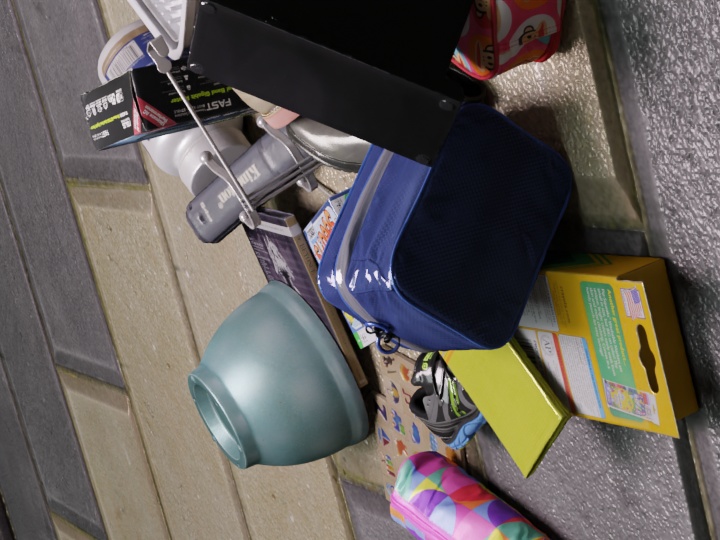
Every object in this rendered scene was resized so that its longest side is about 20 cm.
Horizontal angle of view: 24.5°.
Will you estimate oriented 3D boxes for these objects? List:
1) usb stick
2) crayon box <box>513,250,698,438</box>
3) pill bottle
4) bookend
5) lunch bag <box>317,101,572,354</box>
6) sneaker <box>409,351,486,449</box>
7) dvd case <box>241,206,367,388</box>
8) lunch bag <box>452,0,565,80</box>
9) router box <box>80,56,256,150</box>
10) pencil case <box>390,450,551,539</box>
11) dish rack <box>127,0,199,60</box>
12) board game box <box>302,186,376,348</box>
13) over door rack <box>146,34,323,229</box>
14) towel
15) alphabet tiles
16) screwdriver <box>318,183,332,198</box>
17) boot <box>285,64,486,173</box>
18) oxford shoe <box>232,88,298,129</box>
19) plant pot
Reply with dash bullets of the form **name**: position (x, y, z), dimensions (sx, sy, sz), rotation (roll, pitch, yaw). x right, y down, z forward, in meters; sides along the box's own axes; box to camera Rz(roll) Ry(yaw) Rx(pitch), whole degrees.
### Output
- **usb stick**: position (-0.112, -0.094, 1.720), dimensions (0.200, 0.033, 0.056), rotation (-37, 89, 39)
- **crayon box**: position (0.192, 0.054, 1.307), dimensions (0.200, 0.051, 0.126), rotation (7, 115, 62)
- **pill bottle**: position (-0.197, -0.175, 1.816), dimensions (0.200, 0.111, 0.111), rotation (54, 150, 28)
- **bookend**: position (0.000, -0.213, 1.238), dimensions (0.198, 0.201, 0.092), rotation (21, 151, -2)
- **lunch bag**: position (0.059, -0.025, 1.325), dimensions (0.136, 0.201, 0.132), rotation (33, 163, -26)
- **sneaker**: position (0.088, 0.097, 1.491), dimensions (0.082, 0.071, 0.200), rotation (30, 148, 3)
- **dvd case**: position (-0.064, 0.023, 1.767), dimensions (0.149, 0.016, 0.201), rotation (17, 134, 64)
- **lunch bag**: position (0.080, -0.262, 1.259), dimensions (0.176, 0.082, 0.201), rotation (44, 145, 42)
- **router box**: position (-0.157, -0.175, 1.635), dimensions (0.150, 0.199, 0.062), rotation (-6, 99, 63)
- **pencil case**: position (0.108, 0.247, 1.563), dimensions (0.200, 0.088, 0.089), rotation (33, 137, 48)
- **dish rack**: position (-0.193, -0.319, 1.598), dimensions (0.200, 0.043, 0.172), rotation (53, 146, 37)
- **board game box**: position (0.000, 0.000, 1.588), dimensions (0.136, 0.034, 0.200), rotation (64, 169, 4)
- **over door rack**: position (-0.094, -0.162, 1.547), dimensions (0.201, 0.147, 0.067), rotation (62, 163, -18)
- **towel**: position (0.105, 0.071, 1.396), dimensions (0.200, 0.018, 0.086), rotation (56, 143, 29)
- **alphabet tiles**: position (0.060, 0.179, 1.699), dimensions (0.167, 0.008, 0.201), rotation (28, 132, 54)
- **screwdriver**: position (-0.010, -0.063, 1.647), dimensions (0.200, 0.028, 0.029), rotation (47, 129, 49)
- **boot**: position (0.024, -0.145, 1.451), dimensions (0.199, 0.068, 0.131), rotation (25, 130, 28)
- **oxford shoe**: position (-0.039, -0.208, 1.446), dimensions (0.200, 0.074, 0.071), rotation (-44, 25, 25)
- **plant pot**: position (-0.101, 0.131, 1.787), dimensions (0.200, 0.134, 0.201), rotation (49, 159, 27)
